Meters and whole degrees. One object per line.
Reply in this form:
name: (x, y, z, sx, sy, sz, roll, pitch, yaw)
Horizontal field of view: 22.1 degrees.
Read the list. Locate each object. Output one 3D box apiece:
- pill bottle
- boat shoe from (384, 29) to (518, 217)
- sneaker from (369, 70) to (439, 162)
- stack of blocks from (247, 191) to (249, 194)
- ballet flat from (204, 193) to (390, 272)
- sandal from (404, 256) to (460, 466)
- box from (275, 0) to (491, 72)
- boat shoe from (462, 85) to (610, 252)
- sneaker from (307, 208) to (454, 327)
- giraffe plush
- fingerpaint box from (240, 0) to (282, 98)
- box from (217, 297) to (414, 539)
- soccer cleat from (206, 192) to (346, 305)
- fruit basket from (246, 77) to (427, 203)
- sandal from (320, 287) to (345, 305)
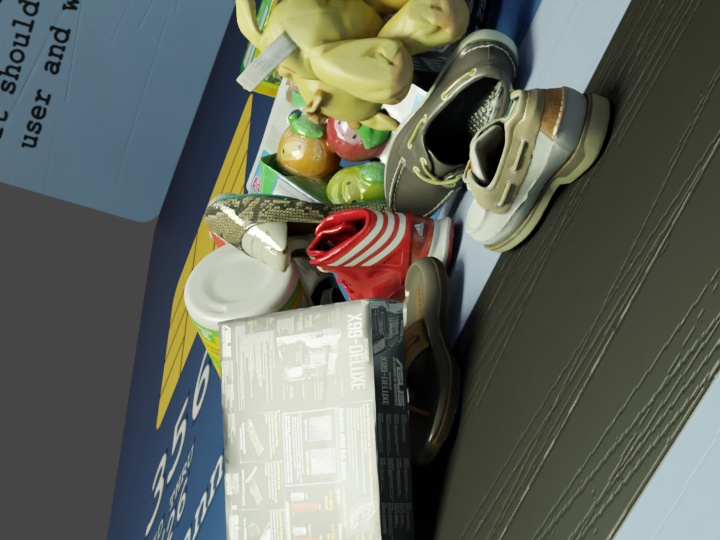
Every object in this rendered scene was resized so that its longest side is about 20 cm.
pill bottle: (-0.087, 0.076, 1.771, 0.111, 0.110, 0.201, -87, -18, -46)
boat shoe: (0.071, -0.110, 1.556, 0.061, 0.071, 0.202, -83, 17, -52)
sneaker: (0.025, -0.167, 1.798, 0.200, 0.090, 0.076, 124, 164, -52)
stack of blocks: (-0.057, -0.051, 1.960, 0.200, 0.115, 0.059, -177, 103, -77)
ballet flat: (-0.043, -0.030, 1.682, 0.068, 0.199, 0.076, 99, 171, -49)
sandal: (0.042, 0.070, 1.486, 0.082, 0.054, 0.201, 120, 155, -50)
box: (0.026, -0.270, 1.704, 0.049, 0.199, 0.162, 34, -111, -63)
boat shoe: (0.111, -0.079, 1.342, 0.200, 0.068, 0.075, 126, 157, -58)
sneaker: (0.000, 0.000, 1.631, 0.200, 0.115, 0.079, 121, 161, -50)
giraffe plush: (-0.007, -0.188, 1.594, 0.173, 0.199, 0.162, 59, 179, 21)
fingerpaint box: (-0.019, -0.271, 1.948, 0.073, 0.166, 0.201, -105, 33, -65)
box: (-0.037, 0.129, 1.457, 0.157, 0.050, 0.201, -10, 78, 35)
soccer cleat: (-0.071, -0.002, 1.824, 0.069, 0.200, 0.085, -46, 14, -23)
fruit basket: (-0.020, -0.112, 1.761, 0.094, 0.185, 0.201, -28, -34, -48)
sandal: (-0.040, 0.068, 1.665, 0.200, 0.048, 0.076, -63, -39, -73)
